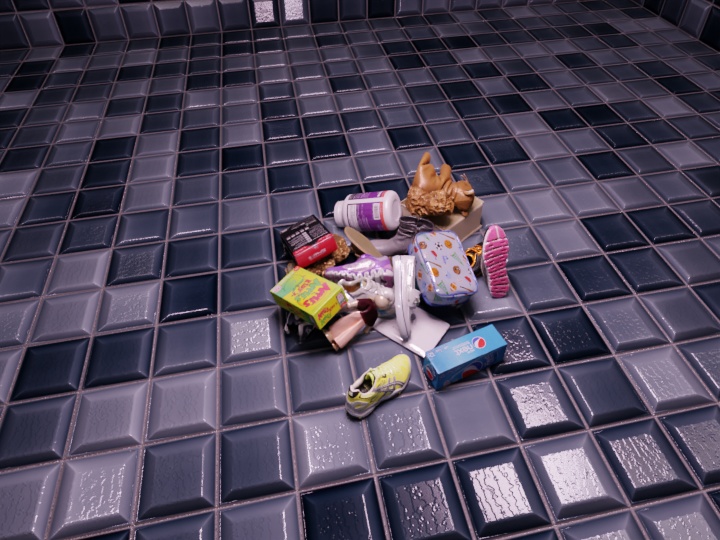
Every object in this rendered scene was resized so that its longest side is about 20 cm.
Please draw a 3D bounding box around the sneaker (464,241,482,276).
[{"bbox_3d":[0.319,-0.031,1.489,0.077,0.079,0.199,26,48,27],"label":"sneaker"}]

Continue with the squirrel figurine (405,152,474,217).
[{"bbox_3d":[0.230,-0.210,1.513,0.181,0.144,0.203,23,47,7],"label":"squirrel figurine"}]

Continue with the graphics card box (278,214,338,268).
[{"bbox_3d":[-0.151,-0.085,1.502,0.122,0.052,0.200,-29,31,-10],"label":"graphics card box"}]

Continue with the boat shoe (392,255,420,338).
[{"bbox_3d":[0.118,0.062,1.313,0.064,0.073,0.209,-6,86,9],"label":"boat shoe"}]

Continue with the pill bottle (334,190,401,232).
[{"bbox_3d":[0.021,-0.175,1.595,0.193,0.115,0.114,0,40,28],"label":"pill bottle"}]

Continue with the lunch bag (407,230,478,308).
[{"bbox_3d":[0.215,-0.003,1.363,0.154,0.076,0.206,-4,62,-26],"label":"lunch bag"}]

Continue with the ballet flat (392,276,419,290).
[{"bbox_3d":[0.174,0.031,1.417,0.192,0.074,0.075,15,42,-10],"label":"ballet flat"}]

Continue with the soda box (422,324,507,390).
[{"bbox_3d":[0.247,0.204,1.257,0.193,0.066,0.068,-19,47,-18],"label":"soda box"}]

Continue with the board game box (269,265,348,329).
[{"bbox_3d":[-0.129,0.062,1.299,0.101,0.049,0.197,-42,37,-22],"label":"board game box"}]

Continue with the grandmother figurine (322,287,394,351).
[{"bbox_3d":[0.004,0.115,1.309,0.198,0.122,0.061,-38,54,-5],"label":"grandmother figurine"}]

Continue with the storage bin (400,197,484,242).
[{"bbox_3d":[0.244,-0.171,1.622,0.197,0.096,0.197,-34,52,-29],"label":"storage bin"}]

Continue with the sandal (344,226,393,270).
[{"bbox_3d":[0.023,-0.032,1.506,0.208,0.071,0.078,36,27,6],"label":"sandal"}]

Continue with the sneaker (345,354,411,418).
[{"bbox_3d":[0.047,0.252,1.202,0.074,0.078,0.198,31,51,32],"label":"sneaker"}]

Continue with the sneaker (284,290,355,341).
[{"bbox_3d":[-0.108,0.120,1.326,0.191,0.081,0.133,0,49,18],"label":"sneaker"}]

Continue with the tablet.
[{"bbox_3d":[0.119,0.136,1.367,0.196,0.014,0.130,28,51,25],"label":"tablet"}]

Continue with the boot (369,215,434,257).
[{"bbox_3d":[0.112,-0.101,1.522,0.191,0.135,0.071,2,43,3],"label":"boot"}]

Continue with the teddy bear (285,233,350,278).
[{"bbox_3d":[-0.120,-0.023,1.502,0.141,0.069,0.200,10,43,38],"label":"teddy bear"}]

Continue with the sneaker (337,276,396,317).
[{"bbox_3d":[0.030,0.066,1.375,0.191,0.083,0.078,0,37,5],"label":"sneaker"}]

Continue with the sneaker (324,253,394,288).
[{"bbox_3d":[0.000,0.000,1.435,0.191,0.082,0.091,-2,57,4],"label":"sneaker"}]

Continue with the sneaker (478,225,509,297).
[{"bbox_3d":[0.352,-0.033,1.416,0.071,0.206,0.088,-15,29,-2],"label":"sneaker"}]
